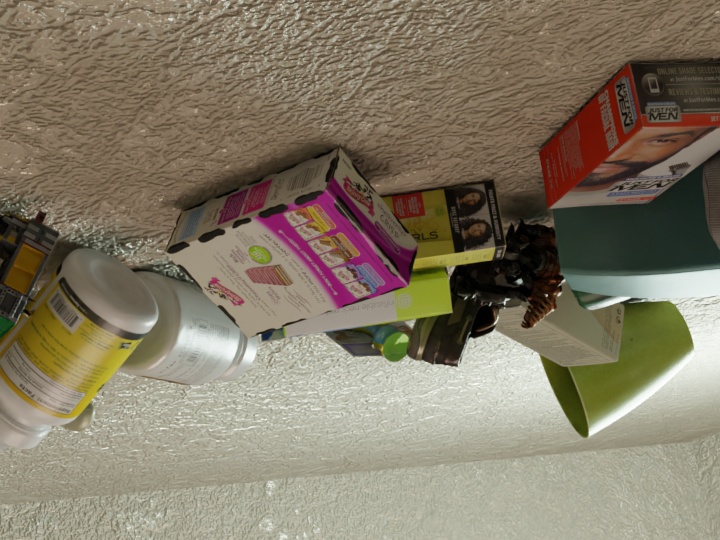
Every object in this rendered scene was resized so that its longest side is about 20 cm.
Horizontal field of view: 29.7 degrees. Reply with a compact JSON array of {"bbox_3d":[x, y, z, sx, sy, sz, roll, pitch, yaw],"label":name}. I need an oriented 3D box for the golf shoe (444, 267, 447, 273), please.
[{"bbox_3d":[0.000,0.000,1.529,0.199,0.073,0.092,0,131,-14],"label":"golf shoe"}]

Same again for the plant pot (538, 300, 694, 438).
[{"bbox_3d":[0.387,0.124,2.025,0.199,0.188,0.187,-23,166,-5],"label":"plant pot"}]

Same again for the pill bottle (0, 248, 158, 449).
[{"bbox_3d":[-0.307,0.084,1.389,0.200,0.113,0.112,-48,151,15],"label":"pill bottle"}]

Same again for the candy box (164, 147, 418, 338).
[{"bbox_3d":[-0.065,-0.022,1.278,0.199,0.061,0.136,-19,128,32],"label":"candy box"}]

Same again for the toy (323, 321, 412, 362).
[{"bbox_3d":[0.000,0.045,1.600,0.114,0.048,0.200,-1,-156,-28],"label":"toy"}]

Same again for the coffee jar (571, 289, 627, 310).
[{"bbox_3d":[0.331,-0.028,1.517,0.199,0.105,0.085,-16,166,23],"label":"coffee jar"}]

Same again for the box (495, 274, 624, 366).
[{"bbox_3d":[0.227,0.048,1.658,0.095,0.078,0.200,-8,152,44],"label":"box"}]

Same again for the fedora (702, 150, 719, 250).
[{"bbox_3d":[0.367,-0.071,1.217,0.090,0.201,0.177,-17,127,43],"label":"fedora"}]

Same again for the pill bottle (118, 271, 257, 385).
[{"bbox_3d":[-0.204,0.073,1.558,0.114,0.115,0.200,-15,164,22],"label":"pill bottle"}]

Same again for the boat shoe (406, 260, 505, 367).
[{"bbox_3d":[0.124,0.043,1.530,0.073,0.200,0.075,27,140,14],"label":"boat shoe"}]

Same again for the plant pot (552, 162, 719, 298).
[{"bbox_3d":[0.300,-0.044,1.377,0.199,0.142,0.141,-10,165,14],"label":"plant pot"}]

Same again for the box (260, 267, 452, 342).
[{"bbox_3d":[-0.011,0.022,1.432,0.199,0.048,0.122,-8,-162,-4],"label":"box"}]

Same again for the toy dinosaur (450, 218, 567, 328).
[{"bbox_3d":[0.175,-0.004,1.450,0.135,0.103,0.200,13,-171,-3],"label":"toy dinosaur"}]

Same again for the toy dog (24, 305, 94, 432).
[{"bbox_3d":[-0.413,0.092,1.527,0.193,0.140,0.200,14,180,33],"label":"toy dog"}]

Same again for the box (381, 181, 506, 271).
[{"bbox_3d":[0.044,-0.037,1.378,0.199,0.076,0.050,-7,164,-1],"label":"box"}]

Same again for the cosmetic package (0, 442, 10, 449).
[{"bbox_3d":[-0.545,0.168,1.696,0.199,0.124,0.199,-13,164,20],"label":"cosmetic package"}]

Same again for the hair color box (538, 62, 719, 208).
[{"bbox_3d":[0.251,-0.118,1.218,0.110,0.064,0.200,-4,163,-16],"label":"hair color box"}]

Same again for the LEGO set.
[{"bbox_3d":[-0.365,-0.009,1.248,0.153,0.116,0.200,26,152,-11],"label":"LEGO set"}]
